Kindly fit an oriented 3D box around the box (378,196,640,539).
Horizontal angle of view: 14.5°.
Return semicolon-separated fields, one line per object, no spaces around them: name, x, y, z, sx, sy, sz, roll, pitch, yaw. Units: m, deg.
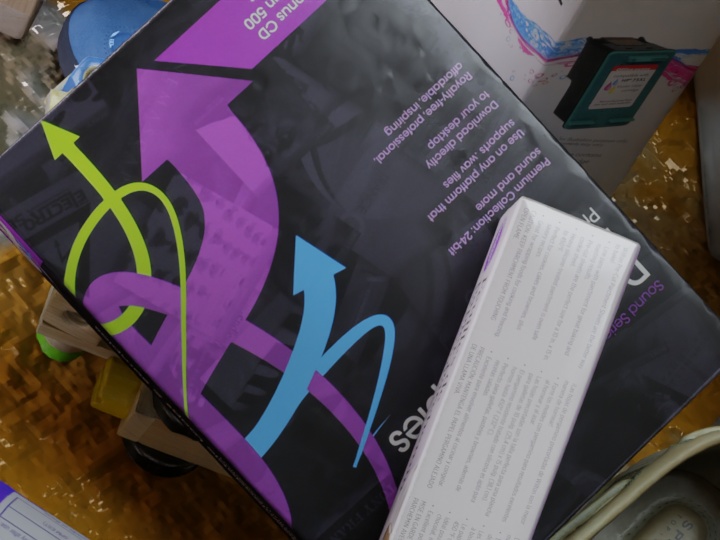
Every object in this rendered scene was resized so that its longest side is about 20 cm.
box;0.027;0.079;0.816;0.041;0.039;0.200;21;80;-2

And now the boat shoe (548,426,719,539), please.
boat shoe;0.055;0.128;0.855;0.073;0.063;0.201;40;66;12

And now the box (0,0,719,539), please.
box;0.000;0.000;0.861;0.143;0.036;0.200;-44;94;-8

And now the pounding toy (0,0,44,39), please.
pounding toy;-0.097;-0.195;0.979;0.142;0.200;0.184;25;46;-7

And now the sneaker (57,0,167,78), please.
sneaker;-0.011;-0.051;0.991;0.200;0.079;0.066;33;48;3

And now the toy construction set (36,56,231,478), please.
toy construction set;-0.020;0.009;0.922;0.199;0.092;0.131;14;60;1

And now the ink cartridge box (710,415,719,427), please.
ink cartridge box;0.227;0.113;0.971;0.199;0.084;0.145;17;46;-14

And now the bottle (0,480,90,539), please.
bottle;-0.113;0.100;0.808;0.200;0.084;0.065;32;46;6

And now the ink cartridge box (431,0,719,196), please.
ink cartridge box;0.081;-0.122;1.009;0.067;0.200;0.116;1;53;-25

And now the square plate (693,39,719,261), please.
square plate;0.228;-0.062;1.156;0.198;0.028;0.200;14;49;-16
